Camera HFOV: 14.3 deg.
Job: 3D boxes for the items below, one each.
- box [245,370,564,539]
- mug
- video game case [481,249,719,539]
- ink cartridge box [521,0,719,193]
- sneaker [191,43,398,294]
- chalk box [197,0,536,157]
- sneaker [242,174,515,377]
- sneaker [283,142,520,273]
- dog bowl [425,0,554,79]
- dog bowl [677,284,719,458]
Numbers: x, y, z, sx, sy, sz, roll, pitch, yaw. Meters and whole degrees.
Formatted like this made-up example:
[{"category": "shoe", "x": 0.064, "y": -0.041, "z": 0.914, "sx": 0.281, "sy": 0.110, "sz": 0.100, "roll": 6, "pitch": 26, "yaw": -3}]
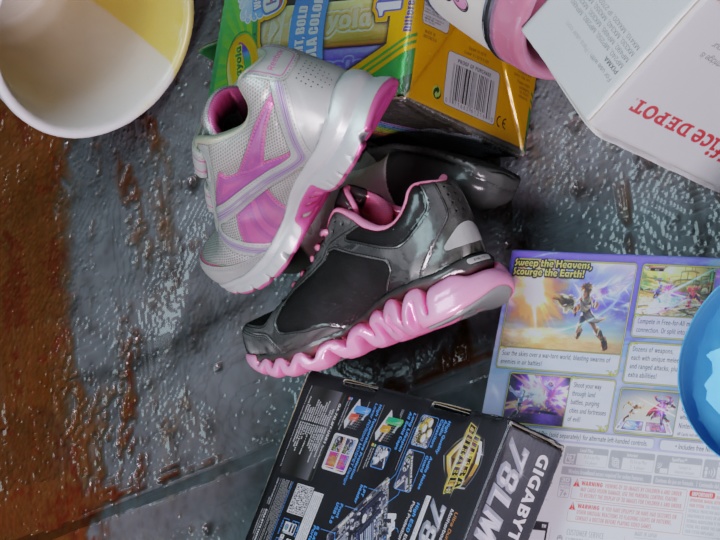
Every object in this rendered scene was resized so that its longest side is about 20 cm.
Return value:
[{"category": "box", "x": 0.005, "y": 0.166, "z": 1.593, "sx": 0.198, "sy": 0.050, "sz": 0.201, "roll": 10, "pitch": 77, "yaw": 54}, {"category": "mug", "x": -0.195, "y": -0.186, "z": 1.916, "sx": 0.153, "sy": 0.186, "sz": 0.150, "roll": 32, "pitch": 130, "yaw": 51}, {"category": "video game case", "x": 0.154, "y": 0.084, "z": 1.557, "sx": 0.199, "sy": 0.045, "sz": 0.182, "roll": 3, "pitch": 79, "yaw": 42}, {"category": "ink cartridge box", "x": 0.205, "y": -0.153, "z": 1.521, "sx": 0.200, "sy": 0.145, "sz": 0.083, "roll": -47, "pitch": 52, "yaw": 19}, {"category": "sneaker", "x": -0.054, "y": -0.065, "z": 1.634, "sx": 0.200, "sy": 0.088, "sz": 0.082, "roll": -55, "pitch": 5, "yaw": 48}, {"category": "chalk box", "x": -0.005, "y": -0.140, "z": 1.717, "sx": 0.199, "sy": 0.125, "sz": 0.125, "roll": 1, "pitch": 77, "yaw": 40}, {"category": "sneaker", "x": 0.000, "y": 0.000, "z": 1.645, "sx": 0.199, "sy": 0.079, "sz": 0.096, "roll": -22, "pitch": 91, "yaw": 43}, {"category": "sneaker", "x": 0.017, "y": -0.027, "z": 1.700, "sx": 0.199, "sy": 0.074, "sz": 0.089, "roll": -2, "pitch": 76, "yaw": 51}, {"category": "dog bowl", "x": 0.131, "y": -0.188, "z": 1.576, "sx": 0.200, "sy": 0.200, "sz": 0.074, "roll": -47, "pitch": 64, "yaw": 19}, {"category": "dog bowl", "x": 0.252, "y": 0.079, "z": 1.435, "sx": 0.200, "sy": 0.050, "sz": 0.112, "roll": 38, "pitch": 92, "yaw": 25}]
